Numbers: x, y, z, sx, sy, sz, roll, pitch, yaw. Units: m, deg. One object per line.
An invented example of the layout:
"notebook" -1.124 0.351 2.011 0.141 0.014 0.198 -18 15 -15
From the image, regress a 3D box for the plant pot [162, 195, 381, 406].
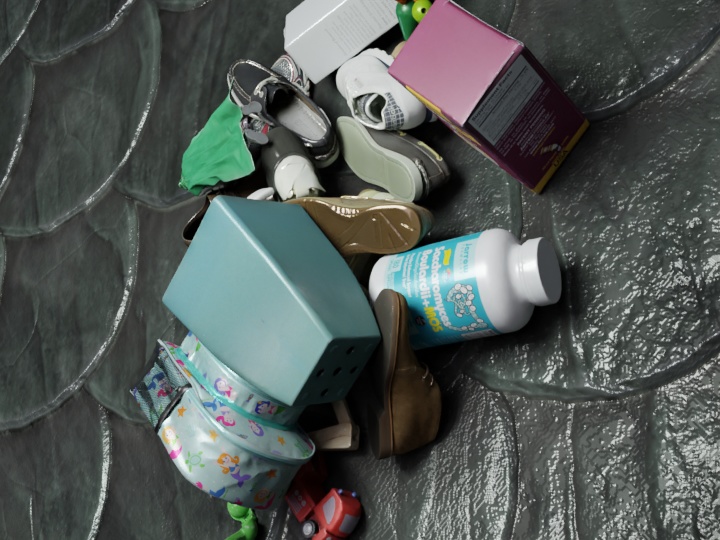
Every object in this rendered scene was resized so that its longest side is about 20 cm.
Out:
"plant pot" -0.082 0.042 1.069 0.200 0.140 0.143 45 115 29

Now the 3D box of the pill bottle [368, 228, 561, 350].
"pill bottle" 0.115 0.019 1.092 0.197 0.110 0.113 -14 66 30

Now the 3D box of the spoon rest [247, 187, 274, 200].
"spoon rest" -0.105 0.004 1.229 0.099 0.060 0.204 0 111 63

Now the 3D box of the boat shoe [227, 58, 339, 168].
"boat shoe" -0.104 -0.215 1.295 0.074 0.061 0.200 -38 70 -10

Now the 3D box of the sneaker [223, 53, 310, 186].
"sneaker" -0.138 -0.204 1.365 0.080 0.074 0.203 29 91 37

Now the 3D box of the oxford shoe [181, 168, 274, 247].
"oxford shoe" -0.158 -0.087 1.334 0.199 0.084 0.073 -41 54 14

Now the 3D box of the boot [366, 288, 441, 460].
"boot" 0.048 0.108 1.083 0.074 0.074 0.204 -119 25 -60

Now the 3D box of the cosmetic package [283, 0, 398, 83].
"cosmetic package" -0.004 -0.345 1.305 0.198 0.074 0.103 -33 32 23

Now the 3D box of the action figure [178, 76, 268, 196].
"action figure" -0.185 -0.148 1.282 0.199 0.054 0.121 -28 68 51

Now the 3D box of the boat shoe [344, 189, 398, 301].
"boat shoe" 0.001 0.000 1.204 0.062 0.073 0.204 13 72 33

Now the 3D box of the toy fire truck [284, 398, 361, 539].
"toy fire truck" -0.046 0.208 1.177 0.141 0.048 0.201 -49 54 11

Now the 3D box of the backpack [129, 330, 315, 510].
"backpack" -0.143 0.166 1.116 0.151 0.176 0.201 -51 45 12

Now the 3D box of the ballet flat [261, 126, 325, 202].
"ballet flat" -0.068 -0.079 1.231 0.068 0.067 0.204 -163 55 -72

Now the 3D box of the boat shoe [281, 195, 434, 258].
"boat shoe" -0.011 -0.050 1.160 0.196 0.064 0.073 5 103 25

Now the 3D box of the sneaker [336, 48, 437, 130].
"sneaker" 0.013 -0.220 1.234 0.080 0.078 0.199 -27 29 -20

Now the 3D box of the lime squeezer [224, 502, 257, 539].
"lime squeezer" -0.159 0.294 1.219 0.038 0.070 0.201 -60 21 22

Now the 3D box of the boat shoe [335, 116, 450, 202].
"boat shoe" 0.036 -0.143 1.235 0.060 0.073 0.201 -20 37 -23

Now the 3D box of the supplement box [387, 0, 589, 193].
"supplement box" 0.143 -0.186 1.088 0.104 0.199 0.131 -52 53 7

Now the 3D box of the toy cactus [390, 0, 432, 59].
"toy cactus" 0.082 -0.280 1.222 0.202 0.102 0.164 58 149 -2
